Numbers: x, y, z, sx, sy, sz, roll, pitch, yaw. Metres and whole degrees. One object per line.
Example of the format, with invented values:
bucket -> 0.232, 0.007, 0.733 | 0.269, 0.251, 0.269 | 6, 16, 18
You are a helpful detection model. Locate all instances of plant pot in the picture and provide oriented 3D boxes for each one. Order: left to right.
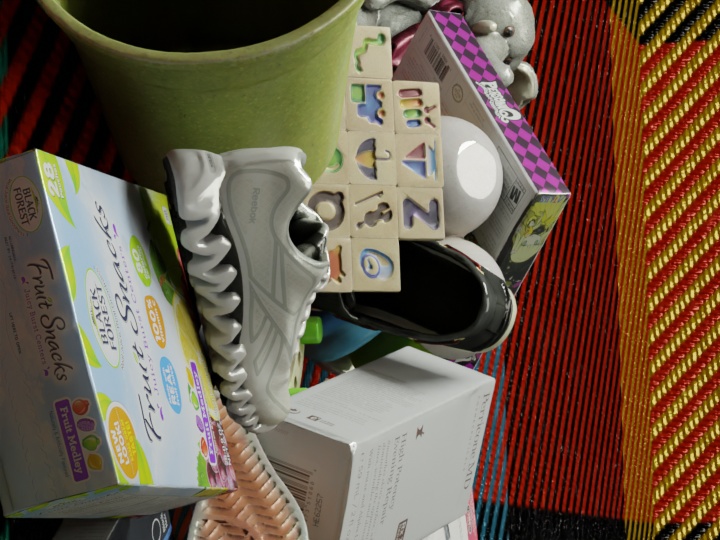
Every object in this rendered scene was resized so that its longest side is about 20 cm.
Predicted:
plant pot -> -0.079, -0.132, 1.508 | 0.185, 0.199, 0.201 | 87, 9, -54

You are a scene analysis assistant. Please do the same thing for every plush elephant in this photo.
plush elephant -> 0.066, -0.172, 2.102 | 0.200, 0.154, 0.165 | -73, 156, -52

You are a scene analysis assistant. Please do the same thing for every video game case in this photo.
video game case -> 0.062, -0.055, 1.962 | 0.182, 0.036, 0.200 | -63, -141, 34

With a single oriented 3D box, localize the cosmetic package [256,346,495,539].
cosmetic package -> 0.006, 0.120, 1.699 | 0.200, 0.074, 0.102 | -20, 125, -59

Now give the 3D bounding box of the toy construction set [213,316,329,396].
toy construction set -> -0.048, 0.087, 1.759 | 0.200, 0.092, 0.132 | 44, 43, -56

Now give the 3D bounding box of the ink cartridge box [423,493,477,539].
ink cartridge box -> 0.033, 0.247, 2.040 | 0.200, 0.084, 0.146 | -53, 138, -70

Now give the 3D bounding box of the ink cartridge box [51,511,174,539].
ink cartridge box -> -0.142, 0.185, 1.456 | 0.200, 0.039, 0.100 | -63, 148, -62

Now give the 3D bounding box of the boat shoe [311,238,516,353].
boat shoe -> 0.001, -0.003, 1.740 | 0.074, 0.201, 0.063 | -69, 159, -3

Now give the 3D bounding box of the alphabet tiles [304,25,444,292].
alphabet tiles -> -0.039, -0.070, 1.669 | 0.006, 0.199, 0.167 | -15, -104, 63

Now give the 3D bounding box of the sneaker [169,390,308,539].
sneaker -> -0.073, 0.157, 1.572 | 0.200, 0.071, 0.080 | -113, -162, -52

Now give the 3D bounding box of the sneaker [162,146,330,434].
sneaker -> -0.051, 0.012, 1.474 | 0.201, 0.081, 0.075 | 81, -7, -46

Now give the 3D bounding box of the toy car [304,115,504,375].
toy car -> 0.000, -0.018, 1.871 | 0.149, 0.175, 0.201 | 5, 80, -40

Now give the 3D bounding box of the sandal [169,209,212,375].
sandal -> -0.102, -0.004, 1.565 | 0.043, 0.076, 0.201 | 34, 55, -41

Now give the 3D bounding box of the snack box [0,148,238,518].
snack box -> -0.136, 0.038, 1.382 | 0.200, 0.067, 0.170 | 15, 59, -74
